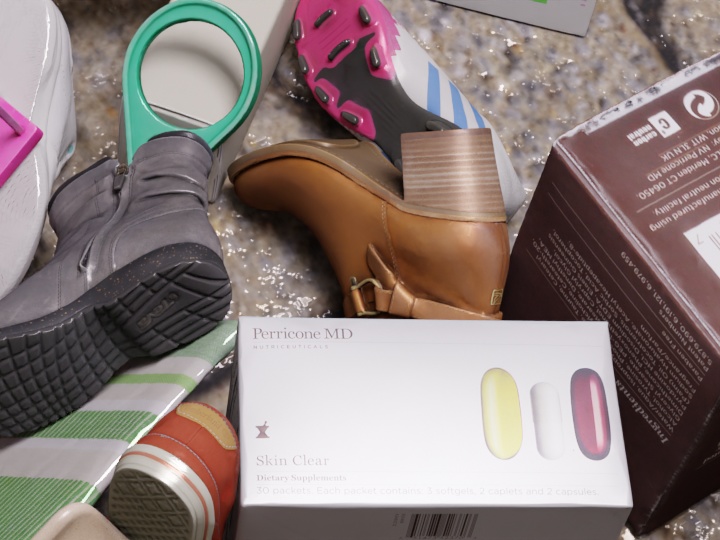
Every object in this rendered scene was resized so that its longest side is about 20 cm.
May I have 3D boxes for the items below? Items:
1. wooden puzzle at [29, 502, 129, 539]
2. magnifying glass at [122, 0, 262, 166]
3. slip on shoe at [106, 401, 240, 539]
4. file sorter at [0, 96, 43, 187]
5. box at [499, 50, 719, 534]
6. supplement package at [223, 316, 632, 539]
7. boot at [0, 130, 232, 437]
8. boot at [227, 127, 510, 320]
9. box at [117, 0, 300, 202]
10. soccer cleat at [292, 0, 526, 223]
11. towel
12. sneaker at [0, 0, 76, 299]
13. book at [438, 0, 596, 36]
[{"bbox_3d":[-0.132,0.242,1.060,0.200,0.046,0.185,44,84,-9],"label":"wooden puzzle"},{"bbox_3d":[-0.118,-0.061,1.259,0.079,0.022,0.201,22,95,4],"label":"magnifying glass"},{"bbox_3d":[-0.097,0.132,1.099,0.074,0.200,0.061,31,55,9],"label":"slip on shoe"},{"bbox_3d":[-0.304,-0.055,1.192,0.139,0.125,0.200,38,85,15],"label":"file sorter"},{"bbox_3d":[0.194,0.008,1.218,0.165,0.200,0.165,-27,67,-24],"label":"box"},{"bbox_3d":[0.028,0.111,1.157,0.198,0.156,0.112,0,57,-7],"label":"supplement package"},{"bbox_3d":[-0.163,0.008,1.196,0.199,0.070,0.132,-21,40,4],"label":"boot"},{"bbox_3d":[0.000,0.000,1.268,0.073,0.199,0.156,-5,93,-47],"label":"boot"},{"bbox_3d":[-0.084,-0.149,1.353,0.068,0.082,0.201,20,56,4],"label":"box"},{"bbox_3d":[0.029,-0.099,1.349,0.070,0.086,0.200,-45,60,18],"label":"soccer cleat"},{"bbox_3d":[-0.162,0.101,1.159,0.200,0.152,0.023,-49,115,-30],"label":"towel"},{"bbox_3d":[-0.201,-0.063,1.289,0.075,0.088,0.202,8,80,16],"label":"sneaker"},{"bbox_3d":[0.064,-0.230,1.394,0.198,0.134,0.048,12,57,0],"label":"book"}]
